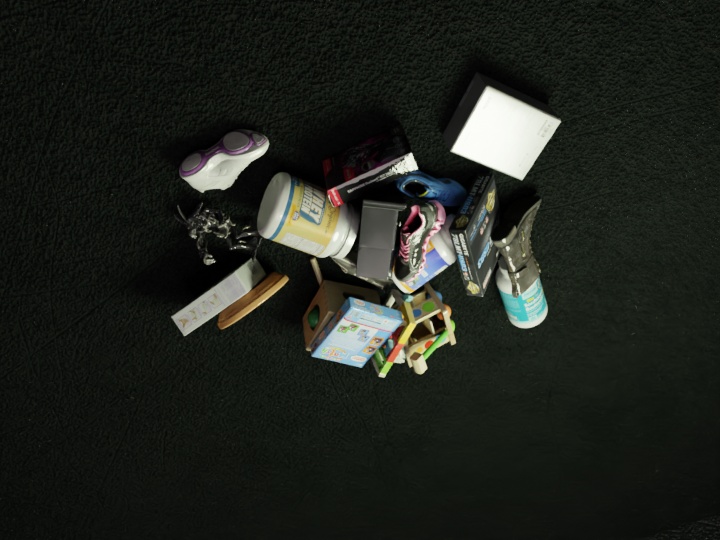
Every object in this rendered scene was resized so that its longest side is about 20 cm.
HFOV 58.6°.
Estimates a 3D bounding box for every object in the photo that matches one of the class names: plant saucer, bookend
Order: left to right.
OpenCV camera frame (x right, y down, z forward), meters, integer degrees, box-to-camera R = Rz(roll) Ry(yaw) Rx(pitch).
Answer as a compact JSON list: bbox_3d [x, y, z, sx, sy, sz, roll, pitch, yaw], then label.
[{"bbox_3d":[-0.258,0.064,1.506,0.198,0.200,0.038,-33,97,16],"label":"plant saucer"},{"bbox_3d":[0.040,-0.064,1.395,0.089,0.200,0.205,6,103,-1],"label":"bookend"}]

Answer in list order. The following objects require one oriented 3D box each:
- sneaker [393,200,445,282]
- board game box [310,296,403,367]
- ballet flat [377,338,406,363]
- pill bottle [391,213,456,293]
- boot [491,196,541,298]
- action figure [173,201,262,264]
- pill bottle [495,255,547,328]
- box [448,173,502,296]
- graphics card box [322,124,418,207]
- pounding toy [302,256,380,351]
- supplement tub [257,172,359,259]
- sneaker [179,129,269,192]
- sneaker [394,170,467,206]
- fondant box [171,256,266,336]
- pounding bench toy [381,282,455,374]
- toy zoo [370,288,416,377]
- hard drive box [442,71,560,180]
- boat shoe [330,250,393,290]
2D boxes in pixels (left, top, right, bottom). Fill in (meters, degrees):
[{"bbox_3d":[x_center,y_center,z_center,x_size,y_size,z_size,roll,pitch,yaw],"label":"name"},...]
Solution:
[{"bbox_3d":[0.112,-0.066,1.433,0.094,0.079,0.204,-3,122,-48],"label":"sneaker"},{"bbox_3d":[-0.011,0.154,1.546,0.148,0.037,0.201,16,131,-28],"label":"board game box"},{"bbox_3d":[0.065,0.203,1.662,0.070,0.200,0.074,-2,98,-12],"label":"ballet flat"},{"bbox_3d":[0.162,-0.044,1.536,0.198,0.113,0.112,-37,126,18],"label":"pill bottle"},{"bbox_3d":[0.391,-0.058,1.532,0.200,0.068,0.176,-46,121,-24],"label":"boot"},{"bbox_3d":[-0.318,-0.082,1.426,0.195,0.104,0.120,14,136,-22],"label":"action figure"},{"bbox_3d":[0.412,0.045,1.654,0.108,0.112,0.202,-23,129,8],"label":"pill bottle"},{"bbox_3d":[0.275,-0.082,1.481,0.049,0.202,0.201,5,136,32],"label":"box"},{"bbox_3d":[0.017,-0.223,1.360,0.196,0.127,0.051,-22,129,9],"label":"graphics card box"},{"bbox_3d":[-0.062,0.096,1.609,0.195,0.145,0.186,12,133,-24],"label":"pounding toy"},{"bbox_3d":[-0.114,-0.115,1.408,0.196,0.146,0.146,19,123,-24],"label":"supplement tub"},{"bbox_3d":[-0.278,-0.229,1.350,0.195,0.076,0.100,-21,148,7],"label":"sneaker"},{"bbox_3d":[0.164,-0.177,1.456,0.196,0.079,0.067,16,122,-23],"label":"sneaker"},{"bbox_3d":[-0.329,0.057,1.499,0.198,0.145,0.059,-34,98,16],"label":"fondant box"},{"bbox_3d":[0.170,0.156,1.624,0.153,0.201,0.126,-25,130,-5],"label":"pounding bench toy"},{"bbox_3d":[0.076,0.141,1.573,0.020,0.132,0.203,13,120,-28],"label":"toy zoo"},{"bbox_3d":[0.301,-0.307,1.378,0.196,0.078,0.158,16,123,-22],"label":"hard drive box"},{"bbox_3d":[0.000,0.000,1.571,0.196,0.067,0.058,20,118,-28],"label":"boat shoe"}]
